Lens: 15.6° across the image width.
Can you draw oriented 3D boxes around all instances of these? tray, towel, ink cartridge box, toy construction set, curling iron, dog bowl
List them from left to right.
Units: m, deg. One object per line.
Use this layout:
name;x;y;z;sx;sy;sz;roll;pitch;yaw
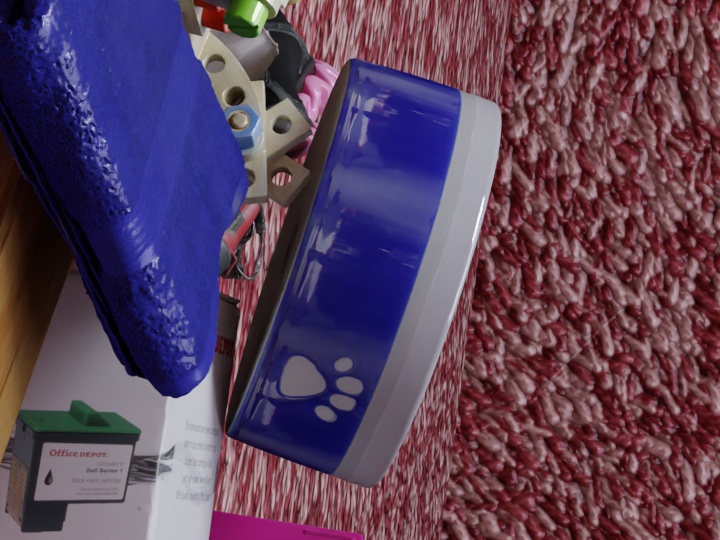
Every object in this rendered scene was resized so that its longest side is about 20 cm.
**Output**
tray;-0.145;-0.019;1.089;0.099;0.037;0.200;88;11;-49
ink cartridge box;-0.118;0.103;1.215;0.146;0.084;0.201;43;54;-81
towel;-0.103;-0.064;1.071;0.148;0.049;0.200;-82;159;-47
toy construction set;-0.067;-0.120;1.189;0.200;0.131;0.092;91;19;-52
curling iron;-0.080;-0.002;1.475;0.200;0.025;0.050;-57;150;-75
dog bowl;0.000;0.000;1.290;0.200;0.079;0.201;-161;-90;-85

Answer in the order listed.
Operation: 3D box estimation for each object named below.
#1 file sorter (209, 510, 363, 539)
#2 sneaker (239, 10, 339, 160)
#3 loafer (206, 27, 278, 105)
file sorter;-0.086;0.243;1.383;0.126;0.139;0.200;91;10;-46
sneaker;-0.066;-0.104;1.434;0.096;0.079;0.200;63;12;-14
loafer;-0.079;-0.115;1.332;0.073;0.071;0.201;76;23;-68
